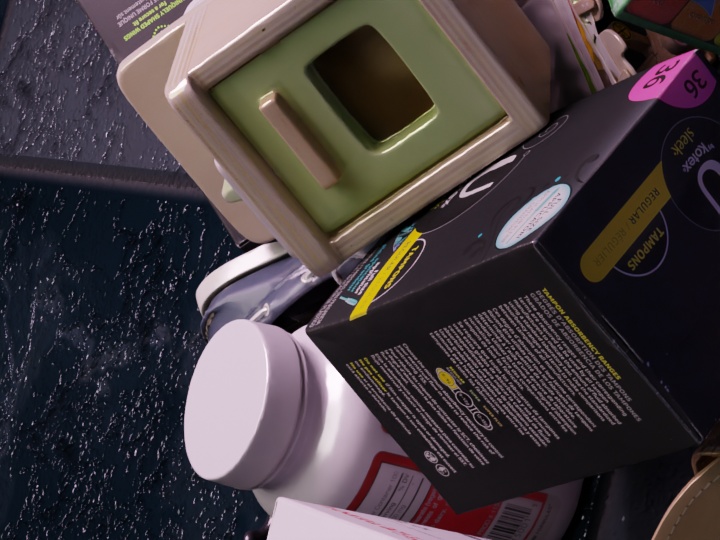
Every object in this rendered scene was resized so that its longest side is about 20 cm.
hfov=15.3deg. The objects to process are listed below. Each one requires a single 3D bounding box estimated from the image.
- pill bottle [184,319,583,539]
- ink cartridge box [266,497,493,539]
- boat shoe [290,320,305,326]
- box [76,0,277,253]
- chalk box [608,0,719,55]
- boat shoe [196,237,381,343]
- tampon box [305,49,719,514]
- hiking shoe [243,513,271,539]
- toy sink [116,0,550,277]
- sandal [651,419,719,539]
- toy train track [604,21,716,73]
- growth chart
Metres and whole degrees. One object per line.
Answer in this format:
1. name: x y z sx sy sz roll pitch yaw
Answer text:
1. pill bottle: 0.012 0.090 1.424 0.112 0.199 0.113 -33 49 48
2. ink cartridge box: 0.065 0.177 1.295 0.146 0.199 0.086 12 86 59
3. boat shoe: 0.027 0.033 1.502 0.199 0.070 0.067 -21 60 12
4. box: -0.067 -0.120 1.592 0.124 0.149 0.201 -33 83 1
5. chalk box: 0.192 -0.185 1.330 0.124 0.124 0.201 -50 37 35
6. boat shoe: 0.000 0.000 1.448 0.199 0.075 0.062 -25 57 15
7. tampon box: 0.101 0.008 1.297 0.150 0.126 0.200 -49 15 -33
8. hiking shoe: -0.014 0.098 1.561 0.076 0.100 0.201 23 96 59
9. toy sink: -0.020 -0.087 1.357 0.199 0.131 0.112 -32 21 19
10. sandal: 0.197 0.084 1.240 0.212 0.077 0.070 -60 2 11
11. toy train track: 0.152 -0.152 1.470 0.115 0.032 0.201 -50 37 35
12. growth chart: 0.112 -0.083 1.406 0.145 0.018 0.201 -20 90 63
